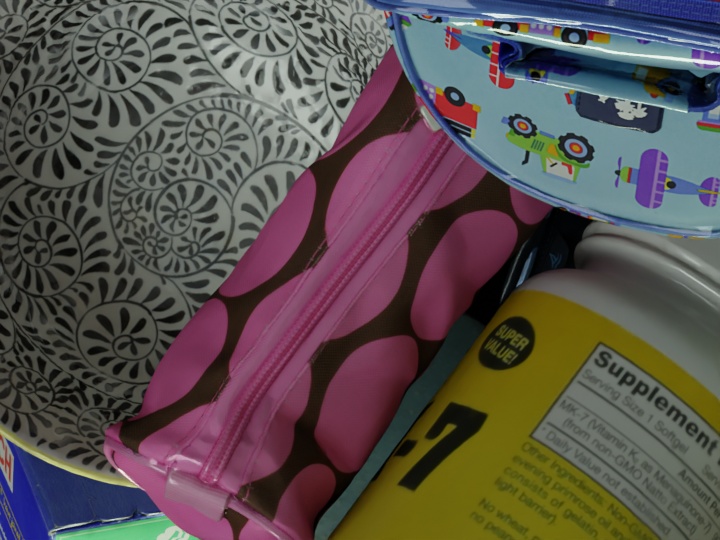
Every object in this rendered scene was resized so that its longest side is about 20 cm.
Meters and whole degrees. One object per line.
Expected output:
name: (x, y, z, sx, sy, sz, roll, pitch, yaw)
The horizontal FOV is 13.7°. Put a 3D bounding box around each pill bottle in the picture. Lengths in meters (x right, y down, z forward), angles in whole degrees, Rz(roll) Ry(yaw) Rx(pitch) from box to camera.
pill bottle: (0.070, 0.073, 0.978, 0.114, 0.200, 0.114, 35, 164, 11)

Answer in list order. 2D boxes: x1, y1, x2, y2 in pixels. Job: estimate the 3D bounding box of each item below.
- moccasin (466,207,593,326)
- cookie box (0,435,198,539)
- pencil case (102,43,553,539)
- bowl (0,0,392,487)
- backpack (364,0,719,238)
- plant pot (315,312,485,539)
moccasin: (0.058, -0.062, 1.055, 0.080, 0.068, 0.201, 18, 130, 37)
cookie box: (-0.128, 0.121, 1.330, 0.171, 0.075, 0.201, -118, 25, -43)
pencil case: (0.000, 0.000, 0.958, 0.091, 0.200, 0.094, 34, 175, -8)
bowl: (-0.061, -0.025, 1.065, 0.201, 0.201, 0.094, 49, -176, 5)
backpack: (0.082, -0.096, 0.826, 0.182, 0.135, 0.201, 15, 121, 7)
plant pot: (0.042, 0.171, 1.099, 0.196, 0.200, 0.196, 34, 159, 22)
